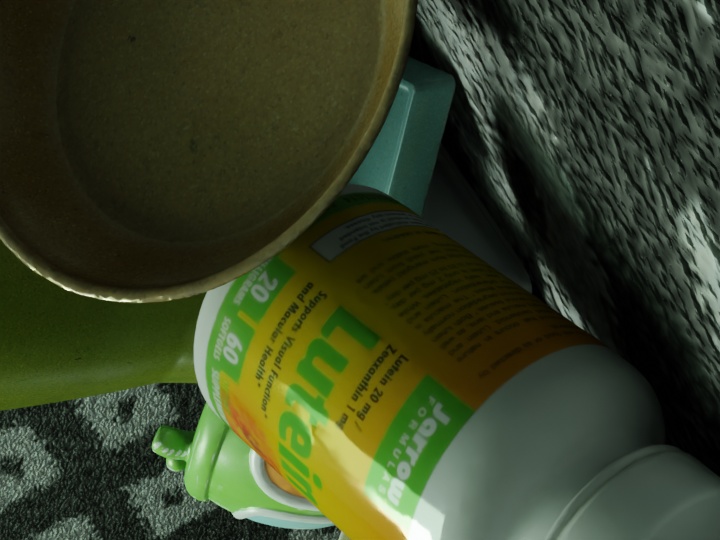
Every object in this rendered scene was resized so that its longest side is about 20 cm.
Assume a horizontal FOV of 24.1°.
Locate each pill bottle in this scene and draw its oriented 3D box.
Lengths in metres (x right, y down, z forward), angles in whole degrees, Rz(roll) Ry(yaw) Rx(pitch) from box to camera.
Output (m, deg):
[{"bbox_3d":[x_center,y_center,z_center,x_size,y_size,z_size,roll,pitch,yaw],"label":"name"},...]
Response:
[{"bbox_3d":[0.038,0.059,0.610,0.200,0.111,0.111,37,158,39],"label":"pill bottle"}]

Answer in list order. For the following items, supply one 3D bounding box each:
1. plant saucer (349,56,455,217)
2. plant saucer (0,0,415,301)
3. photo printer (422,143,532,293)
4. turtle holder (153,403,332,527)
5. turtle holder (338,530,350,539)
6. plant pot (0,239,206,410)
[{"bbox_3d":[-0.027,-0.079,0.766,0.200,0.019,0.070,32,113,50],"label":"plant saucer"},{"bbox_3d":[-0.061,-0.084,0.624,0.035,0.200,0.201,26,-149,-59],"label":"plant saucer"},{"bbox_3d":[0.000,0.000,0.821,0.167,0.069,0.200,103,148,-42],"label":"photo printer"},{"bbox_3d":[-0.035,0.090,0.985,0.131,0.142,0.186,23,153,4],"label":"turtle holder"},{"bbox_3d":[0.043,0.166,0.702,0.141,0.131,0.187,-54,-18,-70],"label":"turtle holder"},{"bbox_3d":[-0.153,-0.023,0.753,0.200,0.192,0.202,-175,90,-68],"label":"plant pot"}]
